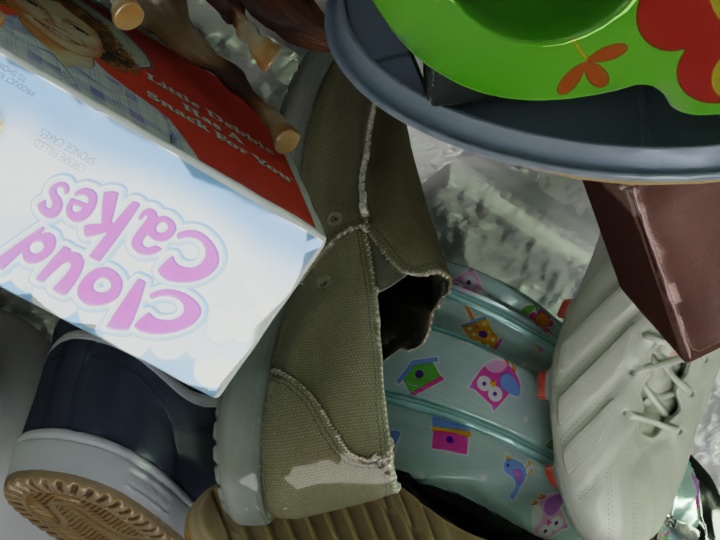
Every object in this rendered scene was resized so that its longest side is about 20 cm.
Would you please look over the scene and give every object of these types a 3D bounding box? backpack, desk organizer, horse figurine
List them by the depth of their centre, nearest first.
[{"bbox_3d":[-0.082,-0.104,0.619,0.199,0.133,0.050,14,121,-49],"label":"horse figurine"},{"bbox_3d":[0.177,-0.053,0.682,0.199,0.072,0.077,-25,117,-3],"label":"desk organizer"},{"bbox_3d":[0.049,0.081,0.837,0.166,0.127,0.200,-7,149,42],"label":"backpack"}]

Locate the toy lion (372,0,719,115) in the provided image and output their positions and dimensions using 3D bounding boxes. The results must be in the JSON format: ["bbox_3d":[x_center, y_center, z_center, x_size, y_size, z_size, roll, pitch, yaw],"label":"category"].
[{"bbox_3d":[0.096,-0.102,0.487,0.199,0.069,0.192,-24,138,5],"label":"toy lion"}]

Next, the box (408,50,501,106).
[{"bbox_3d":[0.101,-0.151,0.584,0.199,0.149,0.125,-9,136,-9],"label":"box"}]

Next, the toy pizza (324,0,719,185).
[{"bbox_3d":[0.088,-0.076,0.629,0.199,0.201,0.032,-8,125,-9],"label":"toy pizza"}]

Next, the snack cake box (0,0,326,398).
[{"bbox_3d":[-0.116,-0.053,0.612,0.199,0.115,0.067,30,105,-24],"label":"snack cake box"}]

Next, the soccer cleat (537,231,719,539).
[{"bbox_3d":[0.121,0.010,0.754,0.069,0.201,0.077,20,167,-39],"label":"soccer cleat"}]

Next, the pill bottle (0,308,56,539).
[{"bbox_3d":[-0.158,0.084,0.794,0.119,0.120,0.200,-21,140,6],"label":"pill bottle"}]

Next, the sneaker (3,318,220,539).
[{"bbox_3d":[-0.069,0.071,0.764,0.070,0.109,0.200,0,153,19],"label":"sneaker"}]

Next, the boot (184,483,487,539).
[{"bbox_3d":[-0.005,0.158,0.749,0.199,0.073,0.167,16,129,-28],"label":"boot"}]

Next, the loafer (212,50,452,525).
[{"bbox_3d":[0.000,0.000,0.693,0.069,0.201,0.075,7,154,9],"label":"loafer"}]
